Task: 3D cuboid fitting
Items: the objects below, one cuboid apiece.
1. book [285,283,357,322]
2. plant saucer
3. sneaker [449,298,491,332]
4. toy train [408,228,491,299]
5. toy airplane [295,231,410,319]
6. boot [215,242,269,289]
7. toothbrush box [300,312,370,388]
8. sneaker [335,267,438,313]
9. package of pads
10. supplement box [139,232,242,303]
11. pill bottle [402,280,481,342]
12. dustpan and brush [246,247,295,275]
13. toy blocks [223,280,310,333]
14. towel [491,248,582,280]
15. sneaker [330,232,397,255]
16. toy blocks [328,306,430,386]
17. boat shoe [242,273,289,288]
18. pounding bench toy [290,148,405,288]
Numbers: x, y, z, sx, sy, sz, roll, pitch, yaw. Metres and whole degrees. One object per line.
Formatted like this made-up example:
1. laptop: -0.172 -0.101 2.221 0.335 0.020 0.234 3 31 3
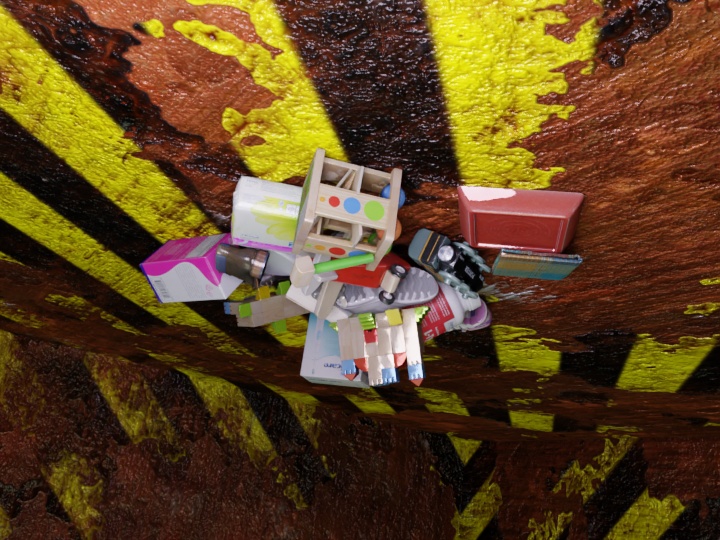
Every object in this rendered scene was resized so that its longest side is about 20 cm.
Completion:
1. book: -0.058 0.055 1.604 0.133 0.048 0.200 33 -167 8
2. plant saucer: 0.261 -0.077 1.287 0.197 0.037 0.200 5 162 11
3. sneaker: 0.222 0.111 1.805 0.198 0.082 0.088 -7 164 37
4. toy train: 0.168 -0.012 1.447 0.113 0.086 0.200 25 175 30
5. toy airplane: -0.027 -0.018 1.376 0.199 0.142 0.200 -29 134 3
6. boot: -0.233 -0.016 1.516 0.096 0.076 0.200 20 166 -6
7. toothbrush box: -0.042 0.153 1.741 0.145 0.202 0.085 2 161 18
8. sneaker: 0.053 0.043 1.477 0.197 0.076 0.082 -4 154 16
9. package of pads: -0.152 -0.094 1.374 0.153 0.069 0.200 10 161 -8
10. supplement box: -0.344 -0.004 1.618 0.198 0.103 0.102 -3 121 35
11. pill bottle: 0.139 0.079 1.575 0.198 0.113 0.112 -27 158 0
12. dustpan and brush: -0.134 -0.027 1.605 0.198 0.058 0.140 16 154 -2
13. toy blocks: -0.199 0.078 1.660 0.198 0.101 0.136 -13 -175 -35
14. towel: 0.318 -0.011 1.419 0.145 0.022 0.200 5 171 6
15. sneaker: 0.000 0.000 1.530 0.198 0.075 0.106 26 135 -21
16. toy blocks: 0.041 0.151 1.430 0.198 0.139 0.100 -9 169 15
17. boat shoe: -0.214 0.011 1.702 0.197 0.074 0.075 6 162 10
18. pounding bench toy: -0.019 -0.056 1.196 0.154 0.202 0.124 13 155 -10
